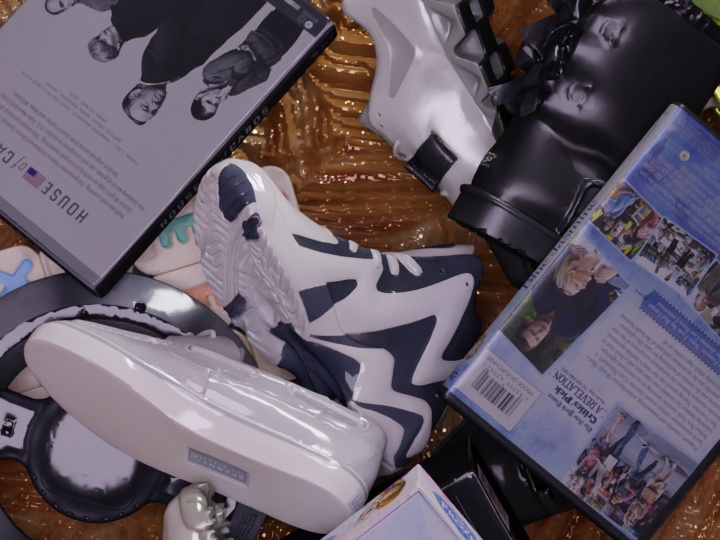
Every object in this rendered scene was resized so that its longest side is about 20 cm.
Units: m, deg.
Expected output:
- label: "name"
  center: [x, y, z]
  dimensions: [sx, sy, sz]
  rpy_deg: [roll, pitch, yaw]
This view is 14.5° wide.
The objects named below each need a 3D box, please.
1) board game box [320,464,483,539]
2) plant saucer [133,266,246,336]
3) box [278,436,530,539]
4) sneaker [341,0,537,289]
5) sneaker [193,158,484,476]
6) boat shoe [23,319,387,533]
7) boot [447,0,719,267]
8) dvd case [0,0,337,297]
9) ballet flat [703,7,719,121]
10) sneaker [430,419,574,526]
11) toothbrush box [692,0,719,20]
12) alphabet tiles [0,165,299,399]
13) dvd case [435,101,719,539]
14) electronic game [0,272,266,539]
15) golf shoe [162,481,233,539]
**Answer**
- label: "board game box"
  center: [0.016, 0.237, 1.458]
  dimensions: [0.200, 0.041, 0.200]
  rpy_deg: [-38, 100, 9]
- label: "plant saucer"
  center: [-0.115, -0.044, 1.600]
  dimensions: [0.070, 0.019, 0.200]
  rpy_deg: [-12, 89, 1]
- label: "box"
  center: [0.048, 0.214, 1.530]
  dimensions: [0.141, 0.079, 0.200]
  rpy_deg: [-29, 100, 6]
- label: "sneaker"
  center: [0.049, -0.078, 1.578]
  dimensions: [0.088, 0.074, 0.200]
  rpy_deg: [-18, 95, 23]
- label: "sneaker"
  center: [0.000, 0.000, 1.548]
  dimensions: [0.130, 0.079, 0.199]
  rpy_deg: [-43, 106, -32]
- label: "boat shoe"
  center: [-0.080, 0.068, 1.507]
  dimensions: [0.200, 0.072, 0.069]
  rpy_deg: [22, 54, 13]
- label: "boot"
  center: [0.154, -0.061, 1.523]
  dimensions: [0.198, 0.073, 0.163]
  rpy_deg: [29, 89, -23]
- label: "dvd case"
  center: [-0.133, -0.104, 1.566]
  dimensions: [0.150, 0.025, 0.200]
  rpy_deg: [38, 81, 18]
- label: "ballet flat"
  center: [0.205, -0.084, 1.573]
  dimensions: [0.067, 0.067, 0.200]
  rpy_deg: [-29, 89, 4]
- label: "sneaker"
  center: [0.128, 0.091, 1.558]
  dimensions: [0.200, 0.082, 0.073]
  rpy_deg: [-22, 90, 2]
- label: "toothbrush box"
  center: [0.195, -0.226, 1.540]
  dimensions: [0.200, 0.086, 0.146]
  rpy_deg: [27, 59, 1]
- label: "alphabet tiles"
  center: [-0.118, 0.025, 1.580]
  dimensions: [0.195, 0.015, 0.200]
  rpy_deg: [-17, 93, 1]
- label: "dvd case"
  center: [0.155, 0.032, 1.491]
  dimensions: [0.143, 0.018, 0.200]
  rpy_deg: [39, 89, -16]
- label: "electronic game"
  center: [-0.145, 0.099, 1.557]
  dimensions: [0.200, 0.042, 0.200]
  rpy_deg: [0, 91, -4]
- label: "golf shoe"
  center: [-0.110, 0.204, 1.520]
  dimensions: [0.097, 0.078, 0.200]
  rpy_deg: [-1, 120, -4]
